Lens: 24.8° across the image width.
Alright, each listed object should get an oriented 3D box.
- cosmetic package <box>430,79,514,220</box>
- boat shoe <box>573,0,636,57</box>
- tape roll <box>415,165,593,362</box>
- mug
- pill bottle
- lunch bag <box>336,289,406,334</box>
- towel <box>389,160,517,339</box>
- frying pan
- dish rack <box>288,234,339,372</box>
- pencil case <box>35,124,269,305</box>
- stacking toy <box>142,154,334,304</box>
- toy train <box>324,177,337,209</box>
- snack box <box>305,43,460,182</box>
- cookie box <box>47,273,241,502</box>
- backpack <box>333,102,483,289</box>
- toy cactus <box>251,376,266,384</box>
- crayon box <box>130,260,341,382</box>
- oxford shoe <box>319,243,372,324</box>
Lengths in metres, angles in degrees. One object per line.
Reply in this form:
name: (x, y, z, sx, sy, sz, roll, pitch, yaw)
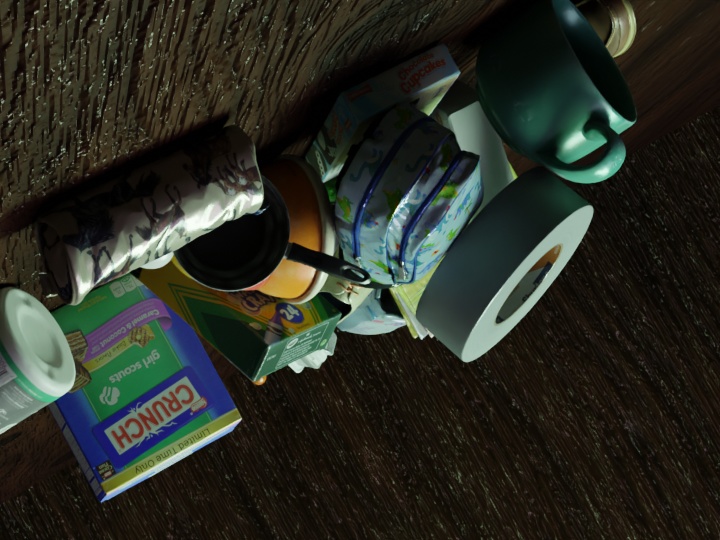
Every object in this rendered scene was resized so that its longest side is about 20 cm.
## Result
cosmetic package: (0.125, -0.099, 1.736, 0.050, 0.201, 0.083, -29, -151, -13)
boat shoe: (0.228, -0.240, 1.723, 0.067, 0.072, 0.200, -30, 177, -17)
tape roll: (0.143, -0.006, 1.629, 0.200, 0.066, 0.200, -45, 165, -16)
mug: (0.182, -0.171, 1.597, 0.114, 0.152, 0.185, -32, -160, 23)
pill bottle: (-0.373, 0.110, 1.510, 0.199, 0.114, 0.113, -31, 174, 12)
lunch bag: (0.063, -0.004, 1.918, 0.200, 0.127, 0.170, -36, -178, -17)
towel: (0.105, -0.034, 1.813, 0.200, 0.144, 0.023, -41, -151, -16)
frying pan: (-0.086, -0.041, 1.512, 0.189, 0.116, 0.031, -3, 180, -18)
dish rack: (-0.046, 0.009, 1.854, 0.043, 0.201, 0.172, 10, 166, 13)
pencil case: (-0.173, -0.044, 1.346, 0.199, 0.078, 0.090, -28, 155, -24)
stacking toy: (-0.137, -0.035, 1.566, 0.199, 0.147, 0.146, -5, 162, -30)
toy train: (0.011, -0.076, 1.724, 0.199, 0.057, 0.042, 5, 134, -16)
snack box: (0.018, -0.150, 1.605, 0.116, 0.037, 0.200, -28, 174, -17)
cookie box: (-0.251, 0.119, 1.768, 0.171, 0.201, 0.075, -28, 174, -17)
backpack: (0.044, -0.072, 1.533, 0.163, 0.153, 0.200, -48, 150, -13)
toy cactus: (-0.167, 0.063, 1.872, 0.198, 0.103, 0.165, 1, 159, 6)
crayon box: (-0.133, 0.017, 1.663, 0.125, 0.200, 0.052, -23, 146, -53)
oxford shoe: (0.000, 0.000, 1.697, 0.200, 0.071, 0.074, -51, -163, 31)
